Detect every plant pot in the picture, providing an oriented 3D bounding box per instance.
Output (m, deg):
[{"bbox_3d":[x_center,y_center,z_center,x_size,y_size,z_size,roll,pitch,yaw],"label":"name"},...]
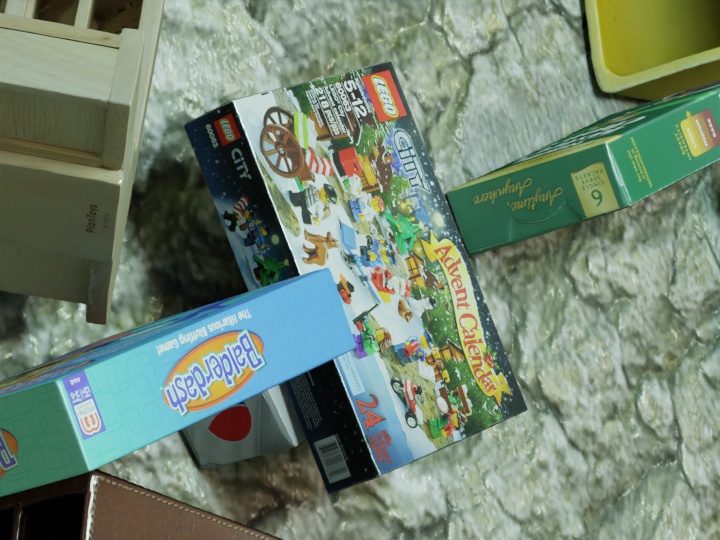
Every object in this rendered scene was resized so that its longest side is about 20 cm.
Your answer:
[{"bbox_3d":[0.274,-0.210,1.914,0.200,0.195,0.194,15,65,-54],"label":"plant pot"}]

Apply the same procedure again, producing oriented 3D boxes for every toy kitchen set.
[{"bbox_3d":[-0.178,-0.106,1.349,0.163,0.200,0.181,10,60,-3],"label":"toy kitchen set"}]

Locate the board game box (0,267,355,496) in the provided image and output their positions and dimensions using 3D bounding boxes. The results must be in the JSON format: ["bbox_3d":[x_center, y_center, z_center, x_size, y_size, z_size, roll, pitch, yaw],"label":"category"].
[{"bbox_3d":[-0.120,0.059,1.349,0.200,0.152,0.045,-22,94,-51],"label":"board game box"}]

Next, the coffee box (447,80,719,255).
[{"bbox_3d":[0.155,-0.067,1.759,0.200,0.123,0.044,-26,98,-50],"label":"coffee box"}]

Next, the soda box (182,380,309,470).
[{"bbox_3d":[-0.019,0.031,1.551,0.200,0.068,0.063,-37,105,-51],"label":"soda box"}]

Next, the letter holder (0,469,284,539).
[{"bbox_3d":[-0.094,0.193,1.372,0.200,0.101,0.142,26,59,-43],"label":"letter holder"}]

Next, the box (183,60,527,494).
[{"bbox_3d":[0.000,0.000,1.502,0.137,0.038,0.200,-20,88,-51],"label":"box"}]
